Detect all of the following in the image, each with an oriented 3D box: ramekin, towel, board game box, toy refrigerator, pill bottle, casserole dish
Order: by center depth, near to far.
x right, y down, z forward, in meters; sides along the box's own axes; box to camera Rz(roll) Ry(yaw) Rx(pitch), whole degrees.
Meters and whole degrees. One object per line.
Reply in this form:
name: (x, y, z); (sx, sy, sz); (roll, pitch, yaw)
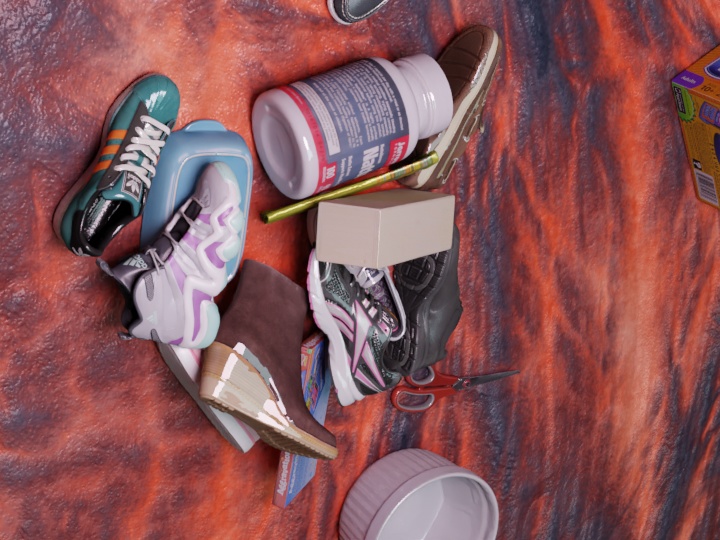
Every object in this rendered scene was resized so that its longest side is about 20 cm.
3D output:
casserole dish: (-0.170, -0.059, 1.618); (0.120, 0.039, 0.202); (-4, 114, -33)
pill bottle: (-0.005, -0.163, 1.631); (0.199, 0.119, 0.121); (-22, 123, -25)
towel: (-0.012, -0.091, 1.655); (0.198, 0.086, 0.018); (-20, 90, -7)
toy refrigerator: (0.030, -0.045, 1.660); (0.200, 0.075, 0.071); (-17, 112, -63)
board game box: (-0.063, 0.167, 1.775); (0.103, 0.019, 0.202); (-40, 143, -67)
ramekin: (0.066, 0.322, 1.920); (0.199, 0.105, 0.202); (-15, 119, -29)
board game box: (0.557, -0.188, 1.963); (0.199, 0.200, 0.201); (-35, 128, -17)

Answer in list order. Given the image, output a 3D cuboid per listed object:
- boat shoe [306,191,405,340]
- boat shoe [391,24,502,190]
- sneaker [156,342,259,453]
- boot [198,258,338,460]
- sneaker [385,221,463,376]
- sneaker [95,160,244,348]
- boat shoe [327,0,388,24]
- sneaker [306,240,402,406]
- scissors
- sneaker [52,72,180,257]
boat shoe: (0.000, 0.000, 1.743); (0.072, 0.068, 0.201); (-30, 123, -19)
boat shoe: (0.110, -0.183, 1.739); (0.074, 0.075, 0.203); (16, 113, -41)
sneaker: (-0.145, 0.107, 1.692); (0.105, 0.075, 0.201); (-43, 132, -13)
boot: (-0.078, 0.100, 1.654); (0.199, 0.072, 0.168); (35, 64, -32)
sneaker: (0.086, 0.028, 1.828); (0.090, 0.076, 0.202); (-8, 123, -43)
sneaker: (-0.201, -0.017, 1.543); (0.139, 0.078, 0.202); (4, 103, -30)
boat shoe: (0.042, -0.343, 1.618); (0.075, 0.060, 0.201); (35, 89, -40)
sneaker: (-0.003, 0.050, 1.703); (0.086, 0.081, 0.201); (-12, 115, 7)
scissors: (0.122, 0.150, 1.941); (0.199, 0.014, 0.074); (8, 104, -39)
sneaker: (-0.232, -0.100, 1.525); (0.071, 0.080, 0.201); (28, 94, -38)
